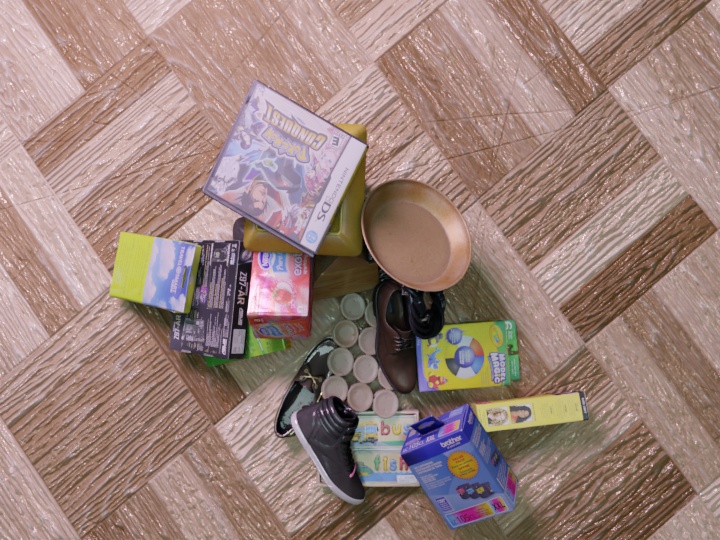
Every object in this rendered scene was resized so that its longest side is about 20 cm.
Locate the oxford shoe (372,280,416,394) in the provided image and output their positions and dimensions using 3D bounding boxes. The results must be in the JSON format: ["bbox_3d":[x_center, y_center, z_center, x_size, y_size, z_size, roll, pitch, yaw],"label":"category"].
[{"bbox_3d":[0.065,0.124,0.972,0.070,0.084,0.207,-15,97,-16],"label":"oxford shoe"}]

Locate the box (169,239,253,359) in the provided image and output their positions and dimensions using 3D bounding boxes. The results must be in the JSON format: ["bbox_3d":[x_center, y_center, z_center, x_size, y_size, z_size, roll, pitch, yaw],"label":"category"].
[{"bbox_3d":[-0.271,0.049,1.002,0.156,0.043,0.208,1,84,32],"label":"box"}]

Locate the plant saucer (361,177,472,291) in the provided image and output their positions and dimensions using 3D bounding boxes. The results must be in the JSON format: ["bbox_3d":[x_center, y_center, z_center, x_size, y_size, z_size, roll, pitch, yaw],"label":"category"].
[{"bbox_3d":[0.087,-0.053,0.889,0.193,0.036,0.207,10,60,-17],"label":"plant saucer"}]

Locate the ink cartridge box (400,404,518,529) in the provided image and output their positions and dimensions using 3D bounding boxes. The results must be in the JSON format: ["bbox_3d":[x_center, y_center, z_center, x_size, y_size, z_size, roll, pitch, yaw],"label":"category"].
[{"bbox_3d":[0.162,0.327,0.951,0.135,0.076,0.203,-31,96,28],"label":"ink cartridge box"}]

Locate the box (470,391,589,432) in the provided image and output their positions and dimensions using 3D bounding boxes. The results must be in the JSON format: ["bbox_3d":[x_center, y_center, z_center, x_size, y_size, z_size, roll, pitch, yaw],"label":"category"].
[{"bbox_3d":[0.301,0.254,0.992,0.192,0.075,0.052,-8,78,2],"label":"box"}]

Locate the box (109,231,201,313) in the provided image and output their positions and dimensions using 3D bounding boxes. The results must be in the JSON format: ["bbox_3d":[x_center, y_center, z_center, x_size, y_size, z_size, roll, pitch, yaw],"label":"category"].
[{"bbox_3d":[-0.370,0.003,1.009,0.194,0.047,0.127,9,87,27],"label":"box"}]

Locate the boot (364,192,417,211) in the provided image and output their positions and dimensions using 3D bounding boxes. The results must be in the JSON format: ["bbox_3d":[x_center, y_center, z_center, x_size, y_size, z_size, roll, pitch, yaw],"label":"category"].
[{"bbox_3d":[0.004,-0.106,0.995,0.193,0.131,0.070,-12,86,1],"label":"boot"}]

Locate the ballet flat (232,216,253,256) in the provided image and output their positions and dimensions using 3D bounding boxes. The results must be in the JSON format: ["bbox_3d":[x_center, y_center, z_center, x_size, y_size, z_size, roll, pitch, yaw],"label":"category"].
[{"bbox_3d":[-0.183,-0.006,1.026,0.067,0.067,0.207,-16,90,-39],"label":"ballet flat"}]

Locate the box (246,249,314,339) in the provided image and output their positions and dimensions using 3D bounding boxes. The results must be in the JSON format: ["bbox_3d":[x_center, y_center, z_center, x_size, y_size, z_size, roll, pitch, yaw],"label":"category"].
[{"bbox_3d":[-0.129,0.002,0.924,0.098,0.096,0.206,1,62,-1],"label":"box"}]

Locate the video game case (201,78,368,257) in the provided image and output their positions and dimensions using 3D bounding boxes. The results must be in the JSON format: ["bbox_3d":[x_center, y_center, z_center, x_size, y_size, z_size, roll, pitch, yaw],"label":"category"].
[{"bbox_3d":[-0.111,-0.149,0.816,0.196,0.026,0.185,29,95,2],"label":"video game case"}]

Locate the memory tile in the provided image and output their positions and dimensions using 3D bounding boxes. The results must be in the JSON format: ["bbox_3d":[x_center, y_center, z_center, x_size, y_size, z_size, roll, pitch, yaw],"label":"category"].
[{"bbox_3d":[0.014,0.155,1.014,0.148,0.017,0.207,15,79,-9],"label":"memory tile"}]

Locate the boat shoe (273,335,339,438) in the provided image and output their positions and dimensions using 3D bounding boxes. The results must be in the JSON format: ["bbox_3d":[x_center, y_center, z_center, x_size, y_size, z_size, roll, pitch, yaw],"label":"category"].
[{"bbox_3d":[-0.097,0.215,1.016,0.071,0.060,0.203,32,88,4],"label":"boat shoe"}]

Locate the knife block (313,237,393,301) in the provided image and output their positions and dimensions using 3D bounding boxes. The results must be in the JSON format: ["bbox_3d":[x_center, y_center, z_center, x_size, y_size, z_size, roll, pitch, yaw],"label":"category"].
[{"bbox_3d":[0.000,0.000,1.018,0.172,0.065,0.200,23,128,-34],"label":"knife block"}]

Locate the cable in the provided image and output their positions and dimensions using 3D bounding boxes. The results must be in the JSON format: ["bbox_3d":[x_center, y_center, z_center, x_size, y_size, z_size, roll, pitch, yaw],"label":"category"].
[{"bbox_3d":[0.122,0.017,0.970,0.049,0.203,0.166,-8,129,25],"label":"cable"}]

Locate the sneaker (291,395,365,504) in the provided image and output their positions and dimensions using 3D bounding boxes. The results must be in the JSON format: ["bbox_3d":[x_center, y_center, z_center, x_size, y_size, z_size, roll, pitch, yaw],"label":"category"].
[{"bbox_3d":[-0.029,0.310,0.960,0.098,0.071,0.203,-33,96,15],"label":"sneaker"}]

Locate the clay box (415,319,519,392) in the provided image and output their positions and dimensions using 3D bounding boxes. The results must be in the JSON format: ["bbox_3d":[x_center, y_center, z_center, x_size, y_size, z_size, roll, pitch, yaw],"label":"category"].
[{"bbox_3d":[0.197,0.154,1.015,0.192,0.048,0.120,-5,87,3],"label":"clay box"}]

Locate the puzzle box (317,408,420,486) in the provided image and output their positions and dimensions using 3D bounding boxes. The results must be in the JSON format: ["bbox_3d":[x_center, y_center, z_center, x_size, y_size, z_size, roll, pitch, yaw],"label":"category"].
[{"bbox_3d":[0.015,0.328,1.023,0.192,0.025,0.139,-2,86,2],"label":"puzzle box"}]

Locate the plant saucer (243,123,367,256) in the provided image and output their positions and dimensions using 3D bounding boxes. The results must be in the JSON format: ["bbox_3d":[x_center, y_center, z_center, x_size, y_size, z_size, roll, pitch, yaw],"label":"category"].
[{"bbox_3d":[-0.090,-0.129,0.853,0.192,0.048,0.208,3,93,4],"label":"plant saucer"}]

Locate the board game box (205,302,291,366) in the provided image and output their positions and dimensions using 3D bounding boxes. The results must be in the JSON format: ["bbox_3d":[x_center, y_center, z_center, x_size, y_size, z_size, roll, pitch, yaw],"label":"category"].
[{"bbox_3d":[-0.216,0.112,1.009,0.194,0.030,0.099,-16,85,27],"label":"board game box"}]
